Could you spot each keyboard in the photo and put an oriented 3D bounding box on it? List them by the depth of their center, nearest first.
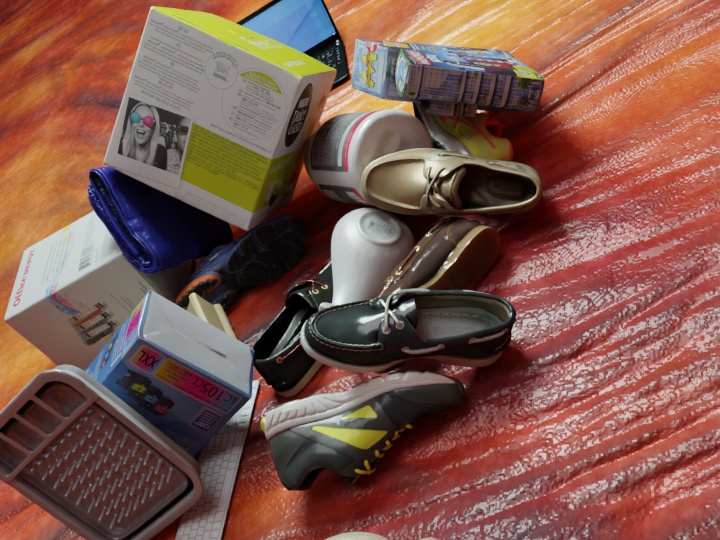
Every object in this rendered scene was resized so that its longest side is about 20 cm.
[{"bbox_3d":[-0.151,0.204,0.882,0.055,0.011,0.202,-17,42,26],"label":"keyboard"}]

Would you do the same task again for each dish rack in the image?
[{"bbox_3d":[-0.266,0.187,0.828,0.171,0.200,0.044,-40,17,24],"label":"dish rack"}]

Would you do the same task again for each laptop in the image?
[{"bbox_3d":[-0.123,-0.364,1.378,0.175,0.104,0.202,-26,38,15],"label":"laptop"}]

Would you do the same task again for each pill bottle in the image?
[{"bbox_3d":[0.000,-0.137,1.017,0.111,0.111,0.199,-46,23,-12],"label":"pill bottle"}]

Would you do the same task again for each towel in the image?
[{"bbox_3d":[-0.259,-0.073,1.083,0.049,0.149,0.200,-33,-3,25],"label":"towel"}]

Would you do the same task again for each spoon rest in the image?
[{"bbox_3d":[0.000,0.000,0.906,0.098,0.061,0.201,23,43,4],"label":"spoon rest"}]

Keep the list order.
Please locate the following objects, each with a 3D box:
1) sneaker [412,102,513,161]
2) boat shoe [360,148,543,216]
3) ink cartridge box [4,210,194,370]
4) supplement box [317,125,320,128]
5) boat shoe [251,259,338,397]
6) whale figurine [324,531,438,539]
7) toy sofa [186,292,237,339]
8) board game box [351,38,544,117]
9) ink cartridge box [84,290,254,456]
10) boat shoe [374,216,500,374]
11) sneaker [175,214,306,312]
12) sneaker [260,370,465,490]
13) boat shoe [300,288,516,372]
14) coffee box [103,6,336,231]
[{"bbox_3d":[0.123,-0.161,0.998,0.089,0.079,0.201,-21,39,-3],"label":"sneaker"},{"bbox_3d":[0.094,-0.094,0.876,0.196,0.073,0.065,1,7,10],"label":"boat shoe"},{"bbox_3d":[-0.349,0.020,1.125,0.197,0.145,0.147,-25,40,14],"label":"ink cartridge box"},{"bbox_3d":[-0.165,-0.220,1.290,0.198,0.061,0.110,-28,44,12],"label":"supplement box"},{"bbox_3d":[-0.048,0.042,0.926,0.073,0.063,0.203,9,55,47],"label":"boat shoe"},{"bbox_3d":[0.032,0.278,0.603,0.196,0.105,0.161,13,56,17],"label":"whale figurine"},{"bbox_3d":[-0.236,0.125,0.991,0.198,0.098,0.083,-34,61,4],"label":"toy sofa"},{"bbox_3d":[0.090,-0.221,0.959,0.196,0.063,0.201,4,22,-4],"label":"board game box"},{"bbox_3d":[-0.220,0.137,0.873,0.200,0.135,0.077,-45,26,28],"label":"ink cartridge box"},{"bbox_3d":[0.059,0.021,0.853,0.200,0.071,0.070,-43,43,-21],"label":"boat shoe"},{"bbox_3d":[-0.158,-0.014,1.067,0.198,0.076,0.079,-32,34,5],"label":"sneaker"},{"bbox_3d":[0.007,0.151,0.773,0.197,0.074,0.086,-17,72,11],"label":"sneaker"},{"bbox_3d":[0.045,0.047,0.755,0.196,0.061,0.077,-3,53,-15],"label":"boat shoe"},{"bbox_3d":[-0.168,-0.197,1.047,0.200,0.197,0.200,-56,-10,-72],"label":"coffee box"}]
